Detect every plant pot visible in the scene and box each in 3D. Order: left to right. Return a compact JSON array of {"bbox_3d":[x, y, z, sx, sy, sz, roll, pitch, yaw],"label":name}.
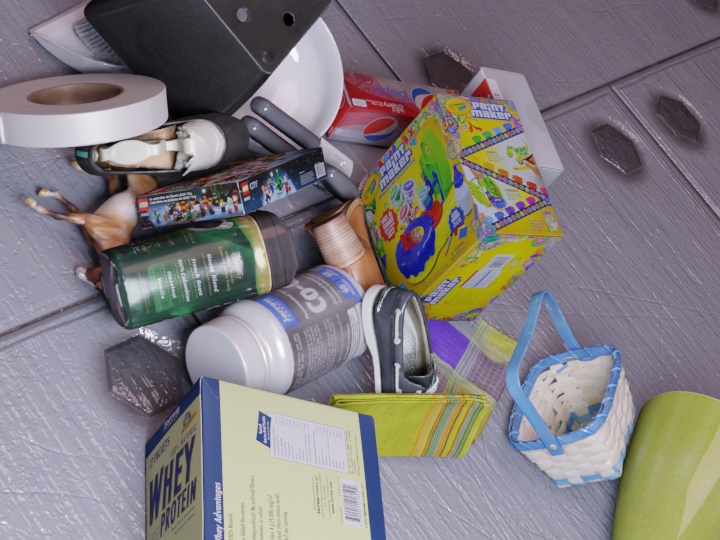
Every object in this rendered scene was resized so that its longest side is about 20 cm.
[{"bbox_3d":[-0.151,-0.297,1.655,0.200,0.176,0.201,49,60,-22],"label":"plant pot"},{"bbox_3d":[0.377,0.282,1.745,0.187,0.187,0.201,39,57,-3],"label":"plant pot"}]

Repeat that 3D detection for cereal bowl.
[{"bbox_3d":[-0.122,-0.240,1.829,0.198,0.083,0.203,4,83,-35],"label":"cereal bowl"}]

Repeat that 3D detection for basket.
[{"bbox_3d":[0.239,0.148,1.743,0.201,0.138,0.177,61,35,-25],"label":"basket"}]

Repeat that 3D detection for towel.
[{"bbox_3d":[0.046,0.174,1.622,0.198,0.087,0.018,3,31,-29],"label":"towel"},{"bbox_3d":[0.117,0.111,1.786,0.143,0.023,0.200,40,42,-1],"label":"towel"}]

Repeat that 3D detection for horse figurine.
[{"bbox_3d":[-0.279,-0.074,1.623,0.132,0.050,0.201,34,44,0],"label":"horse figurine"}]

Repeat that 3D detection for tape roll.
[{"bbox_3d":[-0.310,-0.176,1.601,0.200,0.038,0.203,-2,21,1],"label":"tape roll"}]

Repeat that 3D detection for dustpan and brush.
[{"bbox_3d":[-0.280,-0.258,1.766,0.200,0.057,0.140,44,42,3],"label":"dustpan and brush"}]

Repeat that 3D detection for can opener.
[{"bbox_3d":[-0.066,-0.145,1.772,0.066,0.053,0.199,26,-5,45],"label":"can opener"}]

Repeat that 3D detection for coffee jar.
[{"bbox_3d":[-0.168,-0.003,1.541,0.198,0.104,0.087,-16,100,-17],"label":"coffee jar"}]

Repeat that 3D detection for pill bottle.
[{"bbox_3d":[-0.088,0.074,1.594,0.199,0.114,0.114,-24,72,-46],"label":"pill bottle"}]

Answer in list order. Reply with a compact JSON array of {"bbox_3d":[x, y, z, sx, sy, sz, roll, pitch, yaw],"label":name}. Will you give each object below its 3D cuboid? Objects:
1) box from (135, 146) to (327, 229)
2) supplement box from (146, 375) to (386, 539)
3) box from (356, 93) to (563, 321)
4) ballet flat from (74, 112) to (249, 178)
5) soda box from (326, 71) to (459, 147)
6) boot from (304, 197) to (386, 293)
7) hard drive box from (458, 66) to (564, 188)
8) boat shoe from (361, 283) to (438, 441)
[{"bbox_3d":[-0.141,-0.094,1.650,0.200,0.135,0.038,-31,112,-61],"label":"box"},{"bbox_3d":[-0.094,0.238,1.435,0.198,0.134,0.202,16,48,-26],"label":"supplement box"},{"bbox_3d":[0.114,-0.072,1.761,0.121,0.200,0.195,2,58,-33],"label":"box"},{"bbox_3d":[-0.211,-0.130,1.607,0.197,0.068,0.069,-10,101,-17],"label":"ballet flat"},{"bbox_3d":[0.045,-0.208,1.962,0.198,0.070,0.064,5,52,-34],"label":"soda box"},{"bbox_3d":[0.000,0.000,1.745,0.157,0.076,0.200,64,1,-8],"label":"boot"},{"bbox_3d":[0.153,-0.133,1.884,0.076,0.200,0.157,4,53,-34],"label":"hard drive box"},{"bbox_3d":[0.053,0.111,1.633,0.076,0.060,0.202,-43,125,-41],"label":"boat shoe"}]
